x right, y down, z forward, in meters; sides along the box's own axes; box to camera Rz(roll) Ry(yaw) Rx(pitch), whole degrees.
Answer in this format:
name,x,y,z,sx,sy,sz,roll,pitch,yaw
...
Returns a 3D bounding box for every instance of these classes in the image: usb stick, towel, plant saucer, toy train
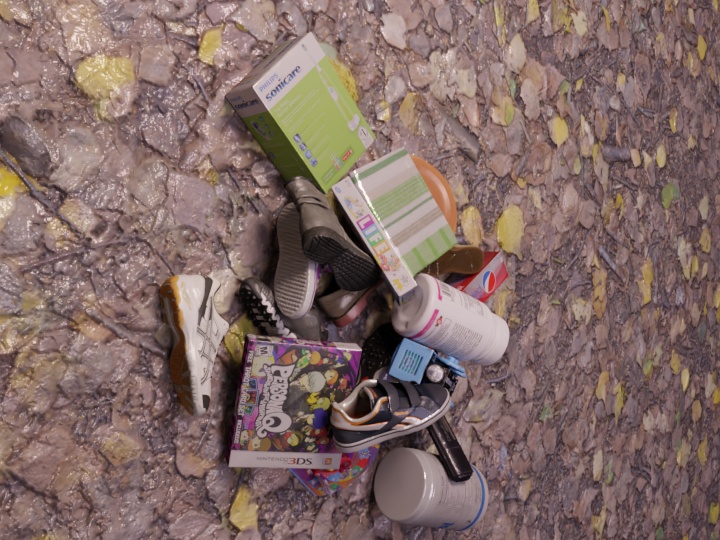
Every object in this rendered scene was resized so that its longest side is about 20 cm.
name,x,y,z,sx,sy,sz,roll,pitch,yaw
usb stick,0.147,0.297,1.207,0.055,0.033,0.201,6,47,-43
towel,0.073,-0.100,1.112,0.149,0.031,0.201,-32,94,-38
plant saucer,0.105,-0.126,1.183,0.199,0.037,0.202,15,62,-31
toy train,0.120,0.182,1.145,0.087,0.113,0.200,-63,161,-7

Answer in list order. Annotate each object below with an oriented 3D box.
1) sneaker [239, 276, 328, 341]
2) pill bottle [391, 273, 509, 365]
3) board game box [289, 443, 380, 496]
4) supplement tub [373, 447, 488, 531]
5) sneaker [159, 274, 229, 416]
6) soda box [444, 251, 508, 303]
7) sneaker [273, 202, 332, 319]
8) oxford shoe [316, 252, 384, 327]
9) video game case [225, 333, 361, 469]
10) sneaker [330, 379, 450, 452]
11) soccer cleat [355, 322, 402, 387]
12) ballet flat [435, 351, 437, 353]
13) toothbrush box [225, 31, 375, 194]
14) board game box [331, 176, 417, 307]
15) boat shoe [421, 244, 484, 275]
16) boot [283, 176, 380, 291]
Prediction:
name,x,y,z,sx,sy,sz,roll,pitch,yaw
sneaker,-0.115,0.070,1.024,0.201,0.066,0.091,55,52,-30
pill bottle,0.162,0.093,1.147,0.199,0.113,0.114,26,74,-29
board game box,-0.045,0.292,1.067,0.158,0.039,0.201,-39,118,-8
supplement tub,0.136,0.412,1.214,0.199,0.131,0.133,25,75,-39
sneaker,-0.222,0.104,0.917,0.087,0.075,0.202,-10,99,-41
soda box,0.217,0.039,1.313,0.200,0.070,0.064,-41,119,-33
sneaker,-0.072,-0.002,1.013,0.114,0.072,0.202,37,41,-44
oxford shoe,0.000,0.000,1.119,0.075,0.070,0.201,48,59,-24
video game case,-0.102,0.204,0.991,0.179,0.036,0.202,8,98,-21
sneaker,0.048,0.206,0.991,0.198,0.078,0.080,-19,115,-19
soccer cleat,0.032,0.192,1.164,0.073,0.068,0.202,42,64,-53
ballet flat,0.114,0.077,1.224,0.072,0.072,0.202,-21,105,-39
toothbrush box,-0.088,-0.240,1.017,0.146,0.086,0.201,-52,124,-26
board game box,0.024,-0.042,1.043,0.034,0.134,0.201,-31,80,-1
boat shoe,0.148,-0.029,1.255,0.198,0.065,0.073,4,97,-33
boot,-0.039,-0.058,0.990,0.200,0.067,0.132,43,24,-53
